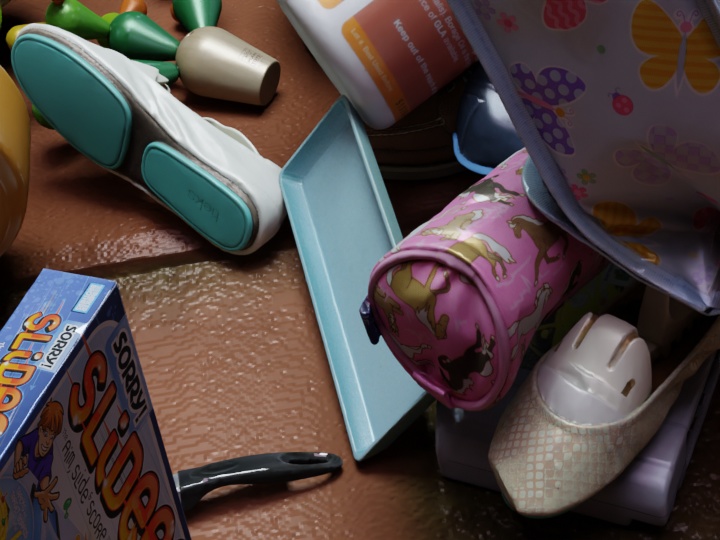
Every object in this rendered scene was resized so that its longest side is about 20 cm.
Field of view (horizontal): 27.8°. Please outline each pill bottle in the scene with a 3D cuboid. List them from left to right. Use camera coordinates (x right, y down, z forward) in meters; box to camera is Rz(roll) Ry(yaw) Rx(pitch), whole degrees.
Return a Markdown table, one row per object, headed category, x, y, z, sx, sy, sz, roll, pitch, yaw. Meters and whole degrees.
| category | x | y | z | sx | sy | sz | roll | pitch | yaw |
| --- | --- | --- | --- | --- | --- | --- | --- | --- | --- |
| pill bottle | 0.056 | -0.180 | 0.816 | 0.199 | 0.112 | 0.112 | -36 | 45 | 0 |

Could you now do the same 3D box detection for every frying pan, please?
| category | x | y | z | sx | sy | sz | roll | pitch | yaw |
| --- | --- | --- | --- | --- | --- | --- | --- | --- | --- |
| frying pan | -0.116 | 0.100 | 0.706 | 0.188 | 0.031 | 0.115 | -10 | 27 | -34 |

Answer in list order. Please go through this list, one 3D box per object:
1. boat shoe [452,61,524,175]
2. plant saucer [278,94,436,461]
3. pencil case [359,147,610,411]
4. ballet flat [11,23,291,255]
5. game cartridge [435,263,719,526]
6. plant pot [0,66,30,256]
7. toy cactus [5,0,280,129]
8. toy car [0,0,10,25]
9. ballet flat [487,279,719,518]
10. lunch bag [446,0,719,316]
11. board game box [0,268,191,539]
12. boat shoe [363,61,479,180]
| category | x | y | z | sx | sy | sz | roll | pitch | yaw |
| --- | --- | --- | --- | --- | --- | --- | --- | --- | --- |
| boat shoe | 0.152 | -0.077 | 0.800 | 0.197 | 0.069 | 0.084 | 6 | 13 | -2 |
| plant saucer | 0.000 | 0.000 | 0.760 | 0.019 | 0.070 | 0.201 | 16 | 41 | -36 |
| pencil case | 0.085 | -0.017 | 0.691 | 0.086 | 0.083 | 0.200 | -21 | 15 | 46 |
| ballet flat | -0.120 | -0.083 | 0.865 | 0.199 | 0.070 | 0.069 | 37 | 56 | 14 |
| game cartridge | 0.117 | 0.033 | 0.740 | 0.132 | 0.041 | 0.201 | 9 | 45 | 24 |
| plant pot | -0.270 | -0.004 | 0.743 | 0.198 | 0.201 | 0.185 | -9 | 57 | 0 |
| toy cactus | -0.129 | -0.158 | 0.959 | 0.164 | 0.103 | 0.200 | 20 | 40 | 15 |
| toy car | -0.317 | -0.243 | 0.957 | 0.163 | 0.201 | 0.158 | -3 | 36 | 41 |
| ballet flat | 0.125 | 0.030 | 0.669 | 0.067 | 0.063 | 0.200 | 27 | 54 | 33 |
| lunch bag | 0.136 | -0.100 | 0.635 | 0.126 | 0.201 | 0.170 | -14 | 30 | 37 |
| board game box | -0.115 | 0.120 | 0.559 | 0.034 | 0.201 | 0.136 | 8 | 45 | 18 |
| boat shoe | 0.073 | -0.105 | 0.873 | 0.198 | 0.068 | 0.072 | -7 | 43 | 3 |
